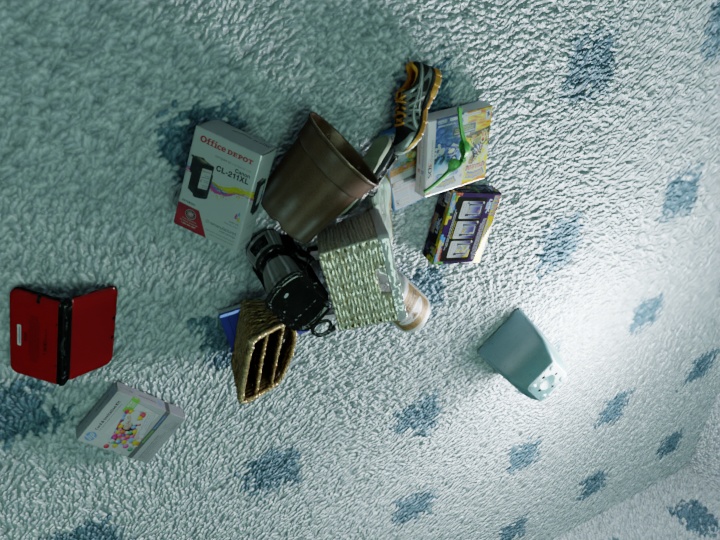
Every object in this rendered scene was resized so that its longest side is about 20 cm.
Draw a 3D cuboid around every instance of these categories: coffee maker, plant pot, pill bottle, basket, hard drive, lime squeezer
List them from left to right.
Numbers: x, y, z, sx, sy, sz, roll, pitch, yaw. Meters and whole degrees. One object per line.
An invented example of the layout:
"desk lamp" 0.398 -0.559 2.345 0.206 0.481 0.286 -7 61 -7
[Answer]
"hard drive" -0.228 0.122 1.460 0.194 0.026 0.135 -18 127 -10
"basket" -0.213 0.189 1.401 0.139 0.150 0.205 3 121 -23
"coffee maker" -0.157 0.031 1.340 0.132 0.201 0.196 -24 129 -9
"plant pot" -0.095 -0.178 1.253 0.198 0.202 0.199 -45 131 15
"basket" 0.000 0.000 1.332 0.156 0.201 0.204 -15 112 -1
"pill bottle" 0.087 0.066 1.559 0.114 0.115 0.199 -45 131 5
"lime squeezer" 0.212 -0.260 1.384 0.069 0.038 0.205 8 112 -39
"plant pot" 0.524 0.285 1.897 0.197 0.201 0.195 -46 132 7

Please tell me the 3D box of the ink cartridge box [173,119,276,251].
"ink cartridge box" -0.265 -0.166 1.182 0.142 0.083 0.205 23 113 5

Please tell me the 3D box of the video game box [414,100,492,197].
"video game box" 0.218 -0.285 1.430 0.196 0.047 0.187 -20 129 -27

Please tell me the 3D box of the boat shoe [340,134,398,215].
"boat shoe" 0.018 -0.198 1.348 0.066 0.074 0.203 35 83 -42

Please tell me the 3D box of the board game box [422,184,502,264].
"board game box" 0.262 -0.120 1.575 0.161 0.057 0.205 -3 121 -30

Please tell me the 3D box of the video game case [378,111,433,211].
"video game case" 0.122 -0.253 1.432 0.140 0.018 0.204 -24 129 -13

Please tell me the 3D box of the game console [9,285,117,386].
"game console" -0.614 0.119 1.260 0.167 0.119 0.205 16 116 -1

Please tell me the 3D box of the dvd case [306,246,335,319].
"dvd case" -0.074 0.032 1.505 0.146 0.025 0.205 -5 122 -26

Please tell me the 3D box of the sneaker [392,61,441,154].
"sneaker" 0.104 -0.347 1.298 0.076 0.078 0.206 21 84 -28

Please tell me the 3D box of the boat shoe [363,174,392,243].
"boat shoe" 0.036 -0.129 1.434 0.067 0.071 0.206 -8 111 -11

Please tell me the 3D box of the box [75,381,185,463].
"box" -0.543 0.365 1.449 0.156 0.041 0.199 -47 130 6
